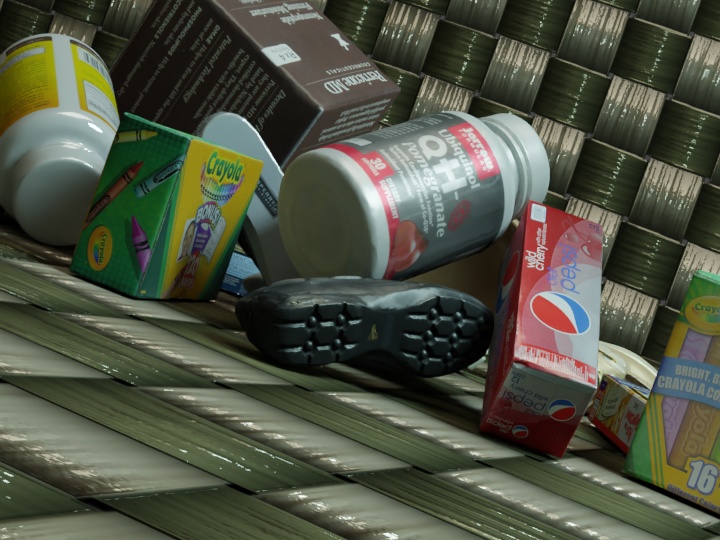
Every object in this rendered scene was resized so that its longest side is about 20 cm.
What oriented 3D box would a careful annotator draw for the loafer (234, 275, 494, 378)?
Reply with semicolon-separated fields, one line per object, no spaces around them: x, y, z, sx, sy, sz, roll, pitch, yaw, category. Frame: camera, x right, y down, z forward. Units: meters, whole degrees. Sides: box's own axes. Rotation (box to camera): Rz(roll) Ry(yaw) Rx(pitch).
0.006;0.033;1.232;0.199;0.069;0.070;3;17;-36;loafer

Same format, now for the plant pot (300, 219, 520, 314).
0.037;0.012;1.407;0.199;0.093;0.202;10;38;-8;plant pot

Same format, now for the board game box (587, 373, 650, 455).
0.281;0.144;1.480;0.150;0.047;0.200;20;3;-4;board game box

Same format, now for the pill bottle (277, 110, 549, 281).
0.045;-0.056;1.327;0.199;0.112;0.110;-20;30;-38;pill bottle

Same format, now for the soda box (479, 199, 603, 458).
0.131;0.038;1.275;0.063;0.070;0.201;19;35;-4;soda box

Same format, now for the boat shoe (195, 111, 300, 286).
-0.074;-0.041;1.481;0.201;0.068;0.057;61;-16;-8;boat shoe

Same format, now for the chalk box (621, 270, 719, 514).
0.291;0.075;1.283;0.123;0.202;0.124;21;3;30;chalk box

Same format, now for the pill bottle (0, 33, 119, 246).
-0.248;-0.104;1.452;0.108;0.110;0.201;19;26;-23;pill bottle

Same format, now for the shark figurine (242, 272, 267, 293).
0.021;-0.002;1.530;0.128;0.214;0.090;50;5;-35;shark figurine

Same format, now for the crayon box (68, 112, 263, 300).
-0.141;-0.043;1.338;0.058;0.120;0.200;20;3;12;crayon box

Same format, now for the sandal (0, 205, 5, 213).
-0.324;-0.087;1.526;0.081;0.055;0.200;20;3;0;sandal

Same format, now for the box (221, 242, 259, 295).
-0.145;-0.017;1.635;0.136;0.038;0.200;18;3;-30;box

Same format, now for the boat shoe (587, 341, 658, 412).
0.200;0.097;1.642;0.199;0.074;0.069;30;27;2;boat shoe

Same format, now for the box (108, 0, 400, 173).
-0.107;-0.168;1.693;0.200;0.165;0.166;44;27;12;box

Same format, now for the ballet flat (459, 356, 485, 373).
0.082;0.059;1.585;0.070;0.071;0.200;21;-2;17;ballet flat
